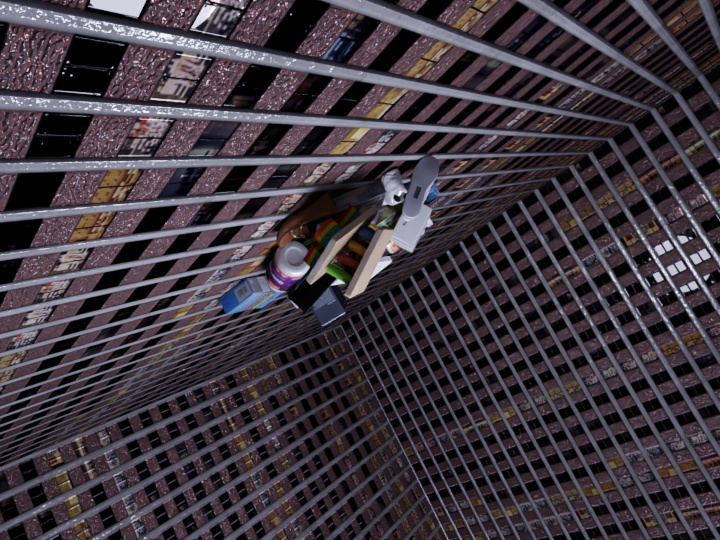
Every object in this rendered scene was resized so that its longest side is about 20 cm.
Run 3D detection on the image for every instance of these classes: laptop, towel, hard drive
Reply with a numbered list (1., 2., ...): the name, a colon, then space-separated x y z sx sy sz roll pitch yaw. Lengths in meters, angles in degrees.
1. laptop: -0.130 0.058 1.691 0.188 0.115 0.200 -47 161 -10
2. towel: 0.204 -0.265 1.778 0.110 0.049 0.200 -30 170 11
3. hard drive: 0.000 0.000 1.773 0.198 0.027 0.131 -9 157 -49

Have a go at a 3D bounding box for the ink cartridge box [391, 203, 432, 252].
1. ink cartridge box: 0.170 -0.147 1.763 0.148 0.083 0.200 -63 174 1

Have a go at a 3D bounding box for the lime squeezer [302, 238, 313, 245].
1. lime squeezer: -0.112 -0.120 1.638 0.070 0.038 0.199 -19 166 -46

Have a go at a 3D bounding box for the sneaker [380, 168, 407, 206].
1. sneaker: 0.086 -0.223 1.566 0.070 0.081 0.200 -28 171 -14

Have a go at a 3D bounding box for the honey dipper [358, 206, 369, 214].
1. honey dipper: -0.014 -0.117 1.554 0.038 0.038 0.201 -23 161 -29

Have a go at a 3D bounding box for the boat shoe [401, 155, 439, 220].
1. boat shoe: 0.172 -0.238 1.551 0.066 0.071 0.204 132 -23 -79

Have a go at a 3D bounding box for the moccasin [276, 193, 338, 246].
1. moccasin: -0.144 -0.121 1.419 0.199 0.079 0.074 -32 169 13

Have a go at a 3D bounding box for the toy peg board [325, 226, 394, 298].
1. toy peg board: -0.005 -0.045 1.458 0.202 0.097 0.200 -63 172 8

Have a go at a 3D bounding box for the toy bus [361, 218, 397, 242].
1. toy bus: 0.064 -0.139 1.821 0.191 0.136 0.200 -38 173 -30

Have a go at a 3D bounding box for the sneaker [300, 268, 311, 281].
1. sneaker: -0.167 0.002 1.791 0.081 0.072 0.200 -19 164 -17

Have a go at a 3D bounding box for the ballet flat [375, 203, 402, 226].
1. ballet flat: 0.086 -0.192 1.702 0.070 0.071 0.200 -34 -179 30

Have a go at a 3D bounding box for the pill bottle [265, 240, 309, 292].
1. pill bottle: -0.233 -0.003 1.652 0.111 0.114 0.200 -23 168 -31

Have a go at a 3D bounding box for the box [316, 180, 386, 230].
1. box: -0.030 -0.165 1.535 0.197 0.049 0.159 -26 158 -22

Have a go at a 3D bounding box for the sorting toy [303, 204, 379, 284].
1. sorting toy: -0.065 -0.087 1.422 0.200 0.070 0.199 -41 171 -43

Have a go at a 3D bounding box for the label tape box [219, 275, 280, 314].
1. label tape box: -0.368 0.080 1.827 0.143 0.064 0.199 -34 169 23

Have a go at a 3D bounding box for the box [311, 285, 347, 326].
1. box: -0.142 0.080 1.970 0.106 0.202 0.149 -29 -173 7

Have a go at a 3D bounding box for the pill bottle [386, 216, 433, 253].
1. pill bottle: 0.172 -0.162 2.010 0.198 0.114 0.113 -31 170 11

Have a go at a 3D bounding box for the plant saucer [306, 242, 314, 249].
1. plant saucer: -0.175 -0.049 1.820 0.198 0.035 0.200 -28 169 -6
